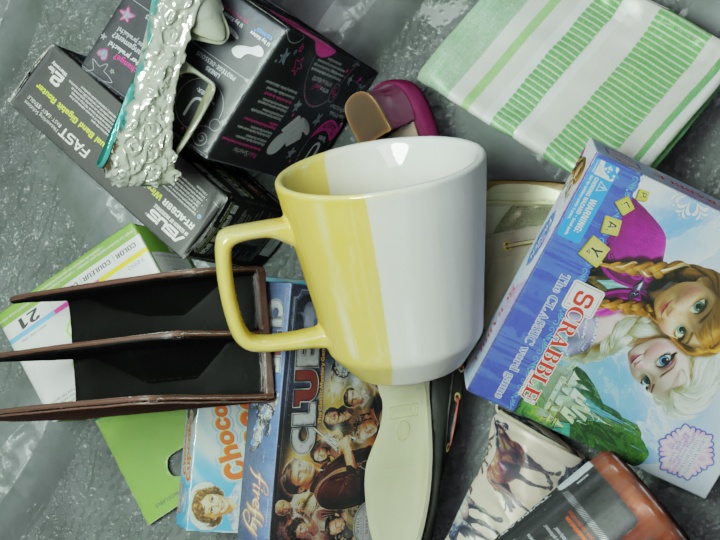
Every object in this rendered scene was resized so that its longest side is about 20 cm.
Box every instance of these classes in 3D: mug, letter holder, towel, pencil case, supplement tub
[{"bbox_3d":[0.008,-0.003,1.360,0.186,0.149,0.154,-2,110,21],"label":"mug"},{"bbox_3d":[-0.186,0.056,1.391,0.200,0.142,0.101,-8,84,37],"label":"letter holder"},{"bbox_3d":[0.163,-0.154,1.415,0.200,0.023,0.153,35,80,26],"label":"towel"},{"bbox_3d":[0.099,0.201,1.425,0.089,0.078,0.200,26,96,21],"label":"pencil case"},{"bbox_3d":[0.133,0.226,1.337,0.200,0.107,0.107,-39,75,0],"label":"supplement tub"}]

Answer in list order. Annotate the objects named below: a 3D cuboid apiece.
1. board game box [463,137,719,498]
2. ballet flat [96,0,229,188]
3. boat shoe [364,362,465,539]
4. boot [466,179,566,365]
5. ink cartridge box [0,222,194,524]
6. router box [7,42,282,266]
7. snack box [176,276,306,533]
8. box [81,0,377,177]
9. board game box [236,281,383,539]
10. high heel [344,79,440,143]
[{"bbox_3d":[0.206,0.037,1.354,0.199,0.041,0.200,24,108,-9],"label":"board game box"},{"bbox_3d":[-0.128,-0.151,1.327,0.072,0.072,0.200,19,96,19],"label":"ballet flat"},{"bbox_3d":[0.046,0.125,1.449,0.074,0.063,0.202,-3,82,48],"label":"boat shoe"},{"bbox_3d":[0.178,0.015,1.412,0.200,0.072,0.155,6,89,25],"label":"boot"},{"bbox_3d":[-0.177,0.085,1.529,0.148,0.076,0.200,-34,76,15],"label":"ink cartridge box"},{"bbox_3d":[-0.161,-0.087,1.493,0.200,0.150,0.062,41,100,16],"label":"router box"},{"bbox_3d":[-0.076,0.105,1.481,0.116,0.037,0.201,5,89,-20],"label":"snack box"},{"bbox_3d":[-0.097,-0.152,1.447,0.132,0.200,0.115,35,98,18],"label":"box"},{"bbox_3d":[-0.029,0.112,1.444,0.035,0.135,0.201,4,89,40],"label":"board game box"},{"bbox_3d":[0.060,-0.055,1.454,0.067,0.096,0.200,-22,89,31],"label":"high heel"}]
